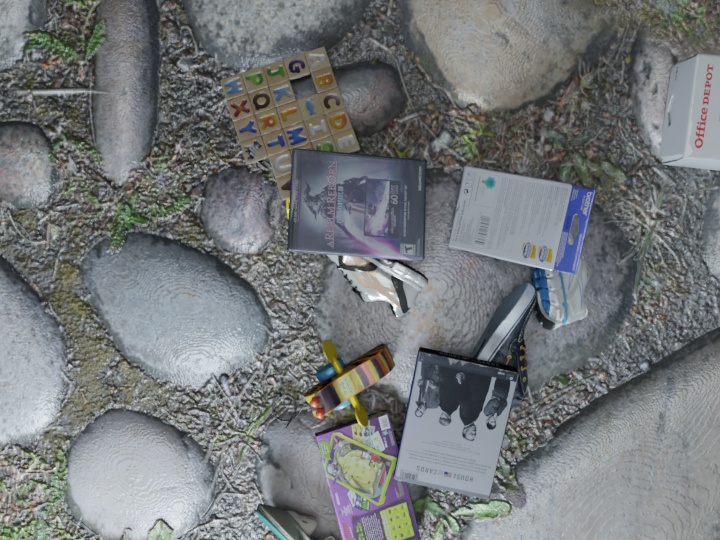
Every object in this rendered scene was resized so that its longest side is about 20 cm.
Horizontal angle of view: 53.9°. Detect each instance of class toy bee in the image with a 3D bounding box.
[{"bbox_3d":[-0.035,0.183,1.038,0.130,0.109,0.201,40,93,-4],"label":"toy bee"}]

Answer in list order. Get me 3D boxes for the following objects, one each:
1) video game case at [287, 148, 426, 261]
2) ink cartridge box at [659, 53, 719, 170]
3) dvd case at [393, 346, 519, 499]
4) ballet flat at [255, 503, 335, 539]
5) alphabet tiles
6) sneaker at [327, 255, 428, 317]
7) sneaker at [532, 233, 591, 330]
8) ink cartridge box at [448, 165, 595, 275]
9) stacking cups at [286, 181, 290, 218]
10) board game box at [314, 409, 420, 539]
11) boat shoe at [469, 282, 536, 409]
[{"bbox_3d":[-0.003,-0.092,1.002,0.194,0.019,0.147,4,81,-10],"label":"video game case"},{"bbox_3d":[0.548,-0.219,1.015,0.194,0.085,0.149,6,94,2],"label":"ink cartridge box"},{"bbox_3d":[0.137,0.225,1.034,0.146,0.025,0.206,11,104,3],"label":"dvd case"},{"bbox_3d":[-0.078,0.417,1.084,0.064,0.067,0.201,-41,93,-24],"label":"ballet flat"},{"bbox_3d":[-0.098,-0.211,1.028,0.163,0.008,0.205,-19,80,-6],"label":"alphabet tiles"},{"bbox_3d":[0.000,0.000,1.042,0.197,0.074,0.081,29,96,-1],"label":"sneaker"},{"bbox_3d":[0.298,-0.019,1.048,0.084,0.075,0.206,-6,93,-21],"label":"sneaker"},{"bbox_3d":[0.228,-0.072,1.005,0.196,0.042,0.123,15,95,34],"label":"ink cartridge box"},{"bbox_3d":[-0.011,-0.103,1.042,0.194,0.061,0.062,1,94,0],"label":"stacking cups"},{"bbox_3d":[0.011,0.329,1.076,0.117,0.032,0.206,-15,93,-14],"label":"board game box"},{"bbox_3d":[0.223,0.123,1.053,0.090,0.071,0.203,31,100,-2],"label":"boat shoe"}]
